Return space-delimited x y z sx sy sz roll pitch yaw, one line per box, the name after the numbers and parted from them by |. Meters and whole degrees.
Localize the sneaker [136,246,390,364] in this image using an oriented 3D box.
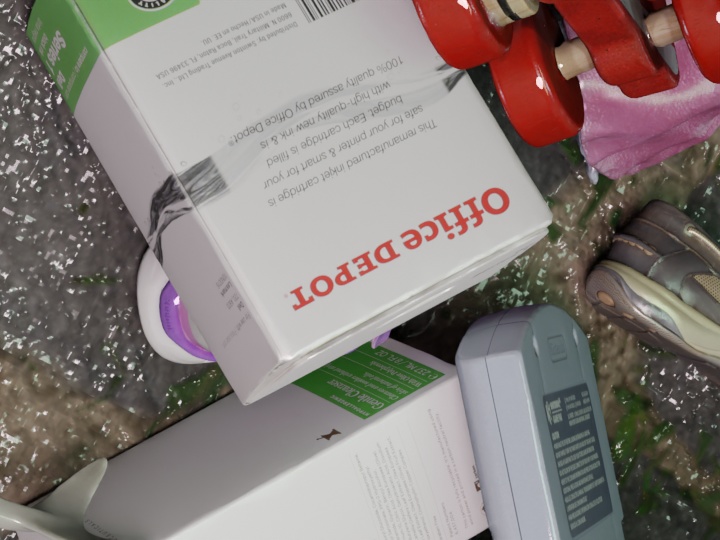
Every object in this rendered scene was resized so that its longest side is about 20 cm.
0.000 0.000 1.254 0.200 0.088 0.081 -20 109 -27 | sneaker

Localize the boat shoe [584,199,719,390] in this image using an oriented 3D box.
0.207 0.028 1.390 0.200 0.074 0.073 31 85 -33 | boat shoe

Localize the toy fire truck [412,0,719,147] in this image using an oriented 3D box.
0.089 -0.162 1.165 0.200 0.112 0.168 40 36 -56 | toy fire truck

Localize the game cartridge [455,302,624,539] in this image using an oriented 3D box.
0.087 0.083 1.269 0.041 0.200 0.133 -16 86 13 | game cartridge

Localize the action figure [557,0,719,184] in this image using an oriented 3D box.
0.192 -0.109 1.304 0.200 0.134 0.149 -16 90 14 | action figure

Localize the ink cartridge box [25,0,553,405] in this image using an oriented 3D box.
-0.032 -0.062 1.170 0.146 0.084 0.200 -27 82 -23 | ink cartridge box

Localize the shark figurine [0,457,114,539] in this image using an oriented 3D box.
-0.188 0.051 1.138 0.128 0.089 0.215 -31 100 -16 | shark figurine

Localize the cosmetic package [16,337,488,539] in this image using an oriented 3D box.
-0.045 0.114 1.242 0.200 0.108 0.085 -28 114 -24 | cosmetic package
